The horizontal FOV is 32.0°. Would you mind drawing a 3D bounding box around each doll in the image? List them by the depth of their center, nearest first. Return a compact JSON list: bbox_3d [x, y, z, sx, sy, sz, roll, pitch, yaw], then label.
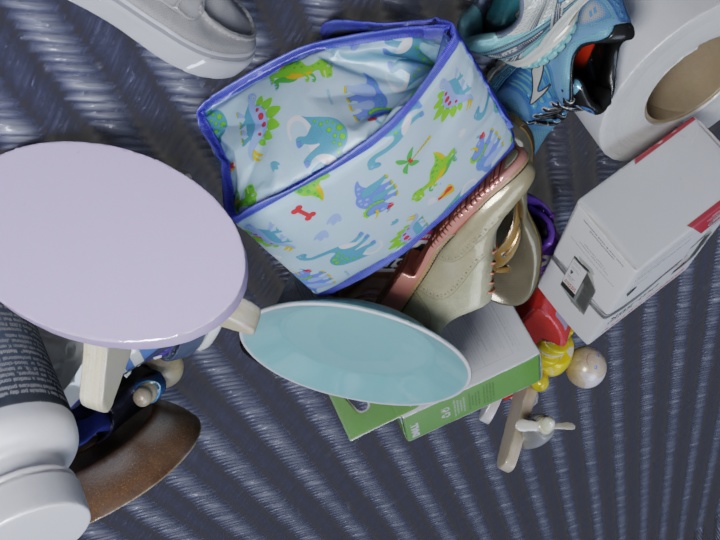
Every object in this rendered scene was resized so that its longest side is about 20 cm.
[{"bbox_3d":[-0.227,0.120,1.071,0.135,0.049,0.200,-7,-157,45],"label":"doll"}]

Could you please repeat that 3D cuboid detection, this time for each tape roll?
[{"bbox_3d":[0.274,-0.190,1.095,0.200,0.071,0.203,-24,152,-13],"label":"tape roll"}]

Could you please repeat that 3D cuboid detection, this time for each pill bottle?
[{"bbox_3d":[-0.267,0.103,0.886,0.118,0.202,0.120,-23,152,-13],"label":"pill bottle"}]

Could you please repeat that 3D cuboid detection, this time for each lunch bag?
[{"bbox_3d":[0.006,-0.093,0.921,0.198,0.129,0.170,-25,155,12],"label":"lunch bag"}]

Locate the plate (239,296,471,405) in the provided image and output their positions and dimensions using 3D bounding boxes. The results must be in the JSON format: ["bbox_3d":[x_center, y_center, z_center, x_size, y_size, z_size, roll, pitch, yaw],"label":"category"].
[{"bbox_3d":[-0.003,0.063,1.045,0.197,0.026,0.201,11,155,5],"label":"plate"}]

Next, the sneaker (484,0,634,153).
[{"bbox_3d":[0.158,-0.150,1.020,0.077,0.091,0.201,-15,150,-28],"label":"sneaker"}]

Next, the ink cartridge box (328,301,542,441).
[{"bbox_3d":[0.064,0.092,1.204,0.197,0.105,0.060,-24,149,-6],"label":"ink cartridge box"}]

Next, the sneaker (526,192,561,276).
[{"bbox_3d":[0.156,-0.031,1.197,0.199,0.082,0.082,25,82,-59],"label":"sneaker"}]

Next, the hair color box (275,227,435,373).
[{"bbox_3d":[0.000,0.000,1.104,0.098,0.061,0.201,1,133,-34],"label":"hair color box"}]

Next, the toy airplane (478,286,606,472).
[{"bbox_3d":[0.194,0.100,1.354,0.199,0.139,0.203,-37,140,-74],"label":"toy airplane"}]

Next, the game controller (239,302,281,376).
[{"bbox_3d":[-0.023,0.030,1.206,0.199,0.042,0.104,-38,138,12],"label":"game controller"}]

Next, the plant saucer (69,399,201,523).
[{"bbox_3d":[-0.236,0.163,1.100,0.198,0.037,0.201,-21,-163,7],"label":"plant saucer"}]

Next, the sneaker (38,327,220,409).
[{"bbox_3d":[-0.186,0.063,1.032,0.200,0.081,0.146,-47,145,18],"label":"sneaker"}]

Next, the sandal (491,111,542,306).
[{"bbox_3d":[0.113,-0.045,1.080,0.054,0.079,0.202,-58,153,-42],"label":"sandal"}]

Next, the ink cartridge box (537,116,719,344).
[{"bbox_3d":[0.258,-0.031,1.168,0.146,0.083,0.201,-35,164,-14],"label":"ink cartridge box"}]

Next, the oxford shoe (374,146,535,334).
[{"bbox_3d":[0.089,-0.015,1.022,0.201,0.073,0.071,-51,-174,35],"label":"oxford shoe"}]

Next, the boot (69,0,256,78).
[{"bbox_3d":[-0.103,-0.181,0.717,0.095,0.074,0.199,-35,153,23],"label":"boot"}]

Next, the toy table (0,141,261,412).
[{"bbox_3d":[-0.166,-0.005,0.863,0.186,0.198,0.117,-60,169,-14],"label":"toy table"}]

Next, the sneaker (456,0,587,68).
[{"bbox_3d":[0.139,-0.222,0.897,0.085,0.078,0.201,-5,143,-35],"label":"sneaker"}]
